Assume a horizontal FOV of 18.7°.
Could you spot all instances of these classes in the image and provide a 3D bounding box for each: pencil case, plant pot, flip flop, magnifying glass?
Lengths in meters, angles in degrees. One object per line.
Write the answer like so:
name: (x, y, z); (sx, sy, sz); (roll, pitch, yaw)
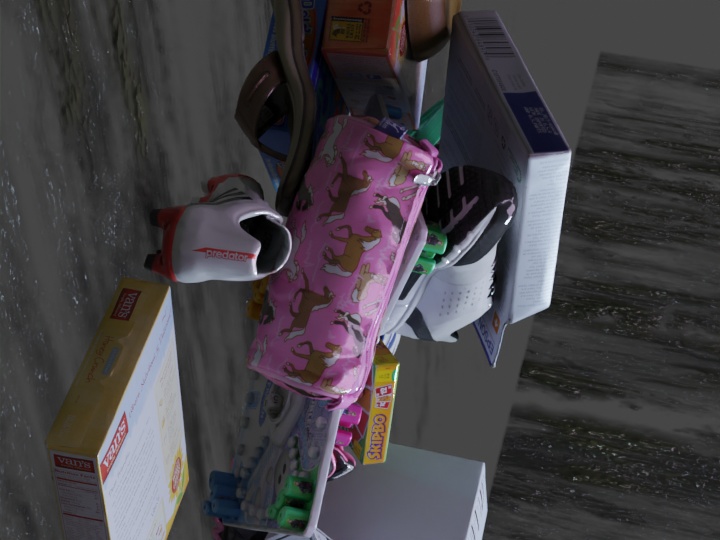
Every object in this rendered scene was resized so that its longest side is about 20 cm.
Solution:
pencil case: (-0.012, -0.007, 1.503); (0.086, 0.083, 0.201); (14, -96, 60)
plant pot: (0.063, -0.261, 1.692); (0.200, 0.027, 0.201); (4, 90, -82)
flip flop: (-0.064, -0.130, 1.574); (0.081, 0.057, 0.201); (100, -14, -68)
magnifying glass: (0.040, -0.096, 1.775); (0.080, 0.022, 0.200); (-41, -171, 20)

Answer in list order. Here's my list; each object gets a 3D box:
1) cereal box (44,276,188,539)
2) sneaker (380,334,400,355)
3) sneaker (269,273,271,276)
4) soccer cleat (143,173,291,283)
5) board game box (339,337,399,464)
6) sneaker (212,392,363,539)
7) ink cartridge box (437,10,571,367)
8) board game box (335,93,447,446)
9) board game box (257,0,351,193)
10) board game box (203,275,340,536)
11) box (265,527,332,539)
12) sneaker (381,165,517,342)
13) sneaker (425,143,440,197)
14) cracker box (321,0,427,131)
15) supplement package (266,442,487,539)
cereal box: (-0.152, 0.123, 1.393); (0.200, 0.039, 0.144); (89, 15, -46)
sneaker: (0.017, 0.014, 2.111); (0.088, 0.075, 0.201); (-39, 138, -74)
sneaker: (-0.029, -0.023, 1.844); (0.090, 0.070, 0.201); (95, 11, -73)
soccer cleat: (-0.083, -0.024, 1.494); (0.200, 0.085, 0.069); (-33, 132, -76)
board game box: (-0.020, 0.071, 1.849); (0.200, 0.030, 0.096); (-125, -143, -55)
sneaker: (-0.056, 0.161, 1.771); (0.079, 0.095, 0.201); (-42, 152, -77)
ink cartridge box: (0.104, -0.063, 1.666); (0.200, 0.040, 0.200); (-111, -158, -49)
board game box: (0.000, 0.000, 1.637); (0.200, 0.026, 0.200); (-106, -144, -54)
board game box: (-0.039, -0.143, 1.727); (0.200, 0.045, 0.153); (70, 30, -71)
board game box: (-0.059, 0.094, 1.633); (0.200, 0.026, 0.201); (170, -66, -69)
box: (-0.065, 0.262, 1.759); (0.200, 0.116, 0.060); (56, 12, -75)
sneaker: (0.073, -0.010, 1.599); (0.200, 0.080, 0.074); (130, -31, -54)
sneaker: (0.021, -0.023, 2.013); (0.060, 0.104, 0.200); (40, 60, -79)
cracker box: (0.017, -0.201, 1.698); (0.200, 0.057, 0.134); (58, 38, -75)
supplement package: (0.002, 0.267, 1.948); (0.147, 0.191, 0.201); (79, 24, -66)
